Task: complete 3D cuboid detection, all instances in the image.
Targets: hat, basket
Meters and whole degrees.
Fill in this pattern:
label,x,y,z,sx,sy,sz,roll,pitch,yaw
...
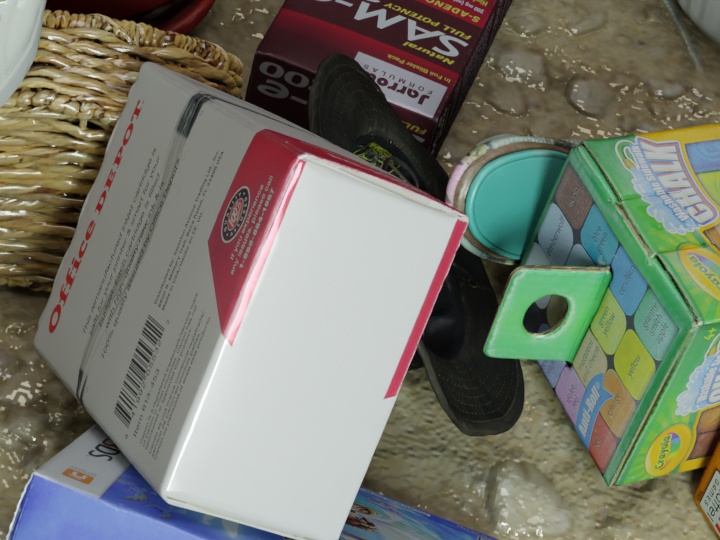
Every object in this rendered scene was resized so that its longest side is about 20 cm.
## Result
label,x,y,z,sx,sy,sz,roll,pitch,yaw
hat,0.000,0.000,1.045,0.081,0.201,0.201,-25,49,17
basket,-0.159,-0.087,1.058,0.199,0.143,0.149,7,49,-7

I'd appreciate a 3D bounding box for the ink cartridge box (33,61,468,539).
label,x,y,z,sx,sy,sz,roll,pitch,yaw
ink cartridge box,-0.054,0.008,0.901,0.084,0.145,0.200,20,6,-27

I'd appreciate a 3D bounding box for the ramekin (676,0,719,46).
label,x,y,z,sx,sy,sz,roll,pitch,yaw
ramekin,0.272,-0.201,1.284,0.201,0.094,0.203,7,48,-7

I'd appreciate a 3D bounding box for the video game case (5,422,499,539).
label,x,y,z,sx,sy,sz,roll,pitch,yaw
video game case,-0.031,0.120,0.897,0.199,0.046,0.181,20,8,3

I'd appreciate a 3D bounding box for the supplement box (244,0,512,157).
label,x,y,z,sx,sy,sz,roll,pitch,yaw
supplement box,0.020,-0.146,1.203,0.108,0.061,0.200,21,49,5

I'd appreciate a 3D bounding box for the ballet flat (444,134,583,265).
label,x,y,z,sx,sy,sz,roll,pitch,yaw
ballet flat,0.099,-0.043,1.108,0.199,0.069,0.071,-1,26,-43

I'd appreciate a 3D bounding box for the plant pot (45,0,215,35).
label,x,y,z,sx,sy,sz,roll,pitch,yaw
plant pot,-0.155,-0.220,1.147,0.199,0.183,0.201,6,48,-7

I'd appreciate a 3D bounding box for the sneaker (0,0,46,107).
label,x,y,z,sx,sy,sz,roll,pitch,yaw
sneaker,-0.167,-0.150,0.952,0.073,0.085,0.201,21,68,9

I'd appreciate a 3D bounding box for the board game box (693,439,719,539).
label,x,y,z,sx,sy,sz,roll,pitch,yaw
board game box,0.306,0.096,0.960,0.199,0.200,0.200,-15,54,-22

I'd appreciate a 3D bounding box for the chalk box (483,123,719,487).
label,x,y,z,sx,sy,sz,roll,pitch,yaw
chalk box,0.158,0.015,1.040,0.199,0.125,0.124,-10,52,-26
